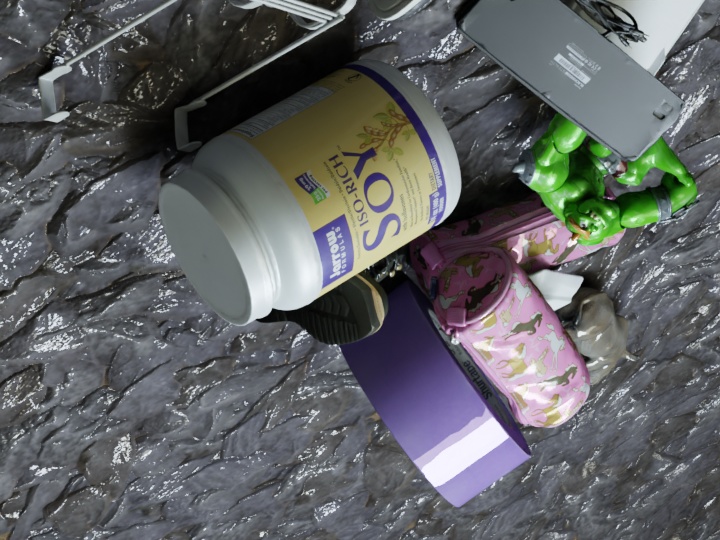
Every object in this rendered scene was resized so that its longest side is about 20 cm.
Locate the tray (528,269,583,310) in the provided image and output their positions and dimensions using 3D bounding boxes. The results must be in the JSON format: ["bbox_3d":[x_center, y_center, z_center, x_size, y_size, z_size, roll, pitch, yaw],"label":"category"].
[{"bbox_3d":[0.152,0.034,1.801,0.107,0.022,0.200,-28,170,14],"label":"tray"}]

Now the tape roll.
[{"bbox_3d":[0.068,0.113,1.745,0.085,0.200,0.200,-36,148,6],"label":"tape roll"}]

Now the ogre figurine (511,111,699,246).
[{"bbox_3d":[0.212,-0.087,1.646,0.120,0.098,0.200,-37,157,11],"label":"ogre figurine"}]

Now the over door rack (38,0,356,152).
[{"bbox_3d":[-0.121,-0.171,1.339,0.200,0.067,0.148,-37,150,33],"label":"over door rack"}]

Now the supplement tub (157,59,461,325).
[{"bbox_3d":[-0.039,-0.059,1.445,0.200,0.145,0.146,-32,150,-24],"label":"supplement tub"}]

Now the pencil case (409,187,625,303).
[{"bbox_3d":[0.142,-0.030,1.733,0.200,0.083,0.087,-21,122,-17],"label":"pencil case"}]

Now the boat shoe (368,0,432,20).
[{"bbox_3d":[0.083,-0.260,1.386,0.060,0.074,0.200,20,113,-46],"label":"boat shoe"}]

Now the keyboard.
[{"bbox_3d":[0.181,-0.181,1.534,0.200,0.040,0.104,36,119,-19],"label":"keyboard"}]

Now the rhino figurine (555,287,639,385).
[{"bbox_3d":[0.245,0.077,1.984,0.087,0.060,0.200,-46,151,0],"label":"rhino figurine"}]

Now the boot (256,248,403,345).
[{"bbox_3d":[0.000,0.000,1.582,0.138,0.200,0.078,-19,109,-29],"label":"boot"}]

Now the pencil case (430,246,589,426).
[{"bbox_3d":[0.136,0.063,1.675,0.086,0.083,0.200,-26,138,14],"label":"pencil case"}]

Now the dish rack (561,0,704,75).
[{"bbox_3d":[0.232,-0.230,1.580,0.171,0.044,0.200,-3,138,-40],"label":"dish rack"}]
